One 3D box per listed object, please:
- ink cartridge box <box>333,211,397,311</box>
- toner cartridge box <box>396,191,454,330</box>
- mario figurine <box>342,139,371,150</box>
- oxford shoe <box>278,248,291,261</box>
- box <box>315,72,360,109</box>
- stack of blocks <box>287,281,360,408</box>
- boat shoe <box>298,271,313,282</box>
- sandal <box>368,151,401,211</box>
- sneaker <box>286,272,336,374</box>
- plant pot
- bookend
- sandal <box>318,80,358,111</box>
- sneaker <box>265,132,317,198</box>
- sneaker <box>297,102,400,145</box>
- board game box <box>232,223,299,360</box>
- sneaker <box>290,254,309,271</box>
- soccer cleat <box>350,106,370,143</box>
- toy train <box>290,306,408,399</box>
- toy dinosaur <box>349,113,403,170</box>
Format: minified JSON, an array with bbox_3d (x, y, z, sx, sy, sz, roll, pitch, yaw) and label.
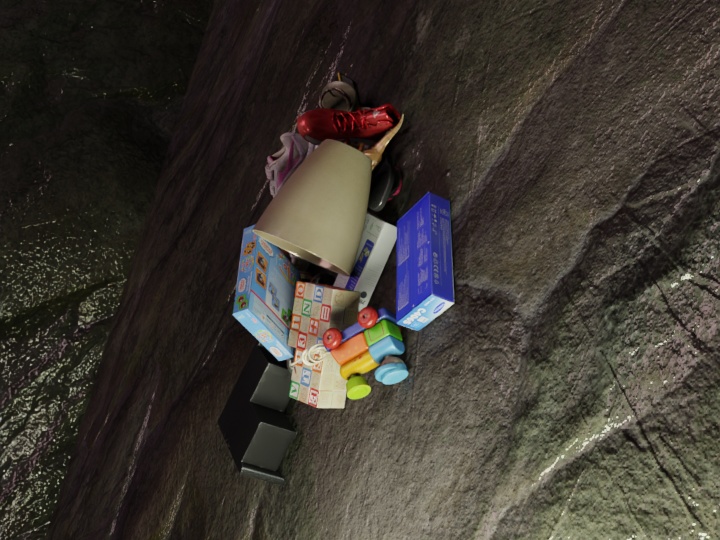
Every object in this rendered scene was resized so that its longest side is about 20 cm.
[{"bbox_3d":[0.000,0.000,1.548,0.200,0.039,0.099,-64,25,6],"label":"ink cartridge box"},{"bbox_3d":[0.098,-0.016,1.352,0.095,0.043,0.200,-44,34,45],"label":"toner cartridge box"},{"bbox_3d":[-0.020,-0.185,1.719,0.106,0.123,0.200,75,-176,-53],"label":"mario figurine"},{"bbox_3d":[-0.172,-0.003,1.760,0.071,0.071,0.200,-34,2,-14],"label":"oxford shoe"},{"bbox_3d":[-0.072,-0.314,1.933,0.200,0.049,0.160,-53,31,30],"label":"box"},{"bbox_3d":[-0.069,0.125,1.491,0.115,0.059,0.200,9,92,53],"label":"stack of blocks"},{"bbox_3d":[-0.141,0.073,1.745,0.202,0.075,0.075,128,144,-55],"label":"boat shoe"},{"bbox_3d":[0.049,-0.160,1.580,0.075,0.045,0.200,-51,15,23],"label":"sandal"},{"bbox_3d":[-0.098,0.105,1.627,0.098,0.071,0.201,-19,52,59],"label":"sneaker"},{"bbox_3d":[-0.061,-0.119,1.518,0.200,0.187,0.187,-65,24,-5],"label":"plant pot"},{"bbox_3d":[-0.167,0.255,1.623,0.200,0.092,0.199,-64,26,7],"label":"bookend"},{"bbox_3d":[-0.049,-0.336,1.761,0.080,0.057,0.201,-23,35,13],"label":"sandal"},{"bbox_3d":[-0.150,-0.186,1.714,0.081,0.088,0.200,-120,51,-71],"label":"sneaker"},{"bbox_3d":[-0.012,-0.284,1.616,0.115,0.200,0.078,-24,78,52],"label":"sneaker"},{"bbox_3d":[-0.164,0.038,1.557,0.037,0.151,0.200,-18,45,21],"label":"board game box"},{"bbox_3d":[-0.105,-0.037,1.763,0.200,0.074,0.116,-122,54,-71],"label":"sneaker"},{"bbox_3d":[-0.042,-0.274,1.824,0.200,0.078,0.069,-29,49,27],"label":"soccer cleat"},{"bbox_3d":[-0.018,0.152,1.366,0.200,0.085,0.116,-32,53,21],"label":"toy train"},{"bbox_3d":[0.024,-0.214,1.611,0.200,0.060,0.106,-52,29,17],"label":"toy dinosaur"}]
